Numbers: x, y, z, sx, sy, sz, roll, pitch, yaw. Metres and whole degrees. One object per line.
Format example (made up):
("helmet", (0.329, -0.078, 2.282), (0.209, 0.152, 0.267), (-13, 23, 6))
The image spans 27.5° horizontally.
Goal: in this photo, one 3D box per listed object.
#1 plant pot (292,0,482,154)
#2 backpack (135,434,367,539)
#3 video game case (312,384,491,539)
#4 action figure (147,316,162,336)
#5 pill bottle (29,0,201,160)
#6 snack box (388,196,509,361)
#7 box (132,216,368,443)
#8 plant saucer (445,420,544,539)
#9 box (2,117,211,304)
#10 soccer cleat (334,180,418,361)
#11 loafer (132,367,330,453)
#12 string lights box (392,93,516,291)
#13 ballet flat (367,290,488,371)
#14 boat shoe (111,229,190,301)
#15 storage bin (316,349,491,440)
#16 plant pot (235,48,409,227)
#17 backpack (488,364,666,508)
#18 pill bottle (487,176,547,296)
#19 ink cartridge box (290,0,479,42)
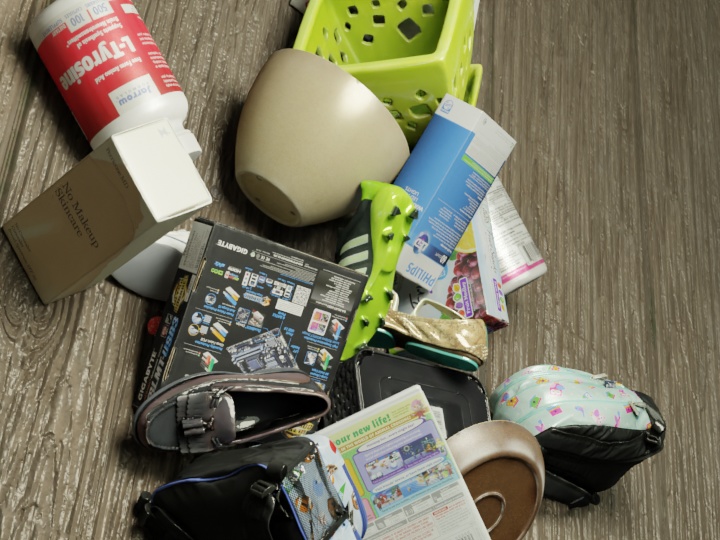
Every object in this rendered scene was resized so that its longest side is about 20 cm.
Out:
("plant pot", (0.042, -0.235, 1.771), (0.182, 0.199, 0.200), (70, 25, -43))
("backpack", (-0.082, 0.256, 1.380), (0.154, 0.199, 0.192), (-27, 99, -48))
("video game case", (0.008, 0.240, 1.486), (0.199, 0.022, 0.183), (-25, 86, -5))
("action figure", (-0.133, 0.072, 1.534), (0.199, 0.052, 0.066), (15, 51, -36))
("pill bottle", (-0.251, -0.189, 1.529), (0.112, 0.112, 0.201), (-27, 86, -50))
("snack box", (0.090, -0.008, 1.733), (0.053, 0.142, 0.201), (24, 49, -46))
("box", (-0.108, 0.069, 1.484), (0.199, 0.050, 0.200), (18, 91, -35))
("plant saucer", (0.126, 0.257, 1.584), (0.199, 0.201, 0.032), (15, 15, -39))
("box", (-0.241, -0.054, 1.386), (0.078, 0.200, 0.095), (-26, 85, -49))
("soccer cleat", (0.000, 0.000, 1.594), (0.067, 0.081, 0.201), (14, 100, -44))
("loafer", (-0.121, 0.135, 1.423), (0.199, 0.063, 0.072), (-10, 107, -33))
("string lights box", (0.088, -0.086, 1.659), (0.059, 0.201, 0.103), (31, 0, 32))
("ballet flat", (0.049, 0.059, 1.646), (0.199, 0.071, 0.066), (15, 69, 7))
("boat shoe", (-0.180, -0.008, 1.531), (0.199, 0.074, 0.066), (21, 31, -35))
("storage bin", (0.047, 0.178, 1.614), (0.199, 0.094, 0.136), (15, 56, -38))
("plant pot", (-0.063, -0.128, 1.642), (0.200, 0.200, 0.135), (44, 68, -16))
("backpack", (0.249, 0.195, 1.777), (0.199, 0.167, 0.127), (13, 37, -36))
("pill bottle", (0.139, -0.059, 1.839), (0.113, 0.113, 0.201), (-22, 82, -49))
("ink cartridge box", (0.032, -0.348, 1.886), (0.200, 0.145, 0.088), (36, 47, -25))
